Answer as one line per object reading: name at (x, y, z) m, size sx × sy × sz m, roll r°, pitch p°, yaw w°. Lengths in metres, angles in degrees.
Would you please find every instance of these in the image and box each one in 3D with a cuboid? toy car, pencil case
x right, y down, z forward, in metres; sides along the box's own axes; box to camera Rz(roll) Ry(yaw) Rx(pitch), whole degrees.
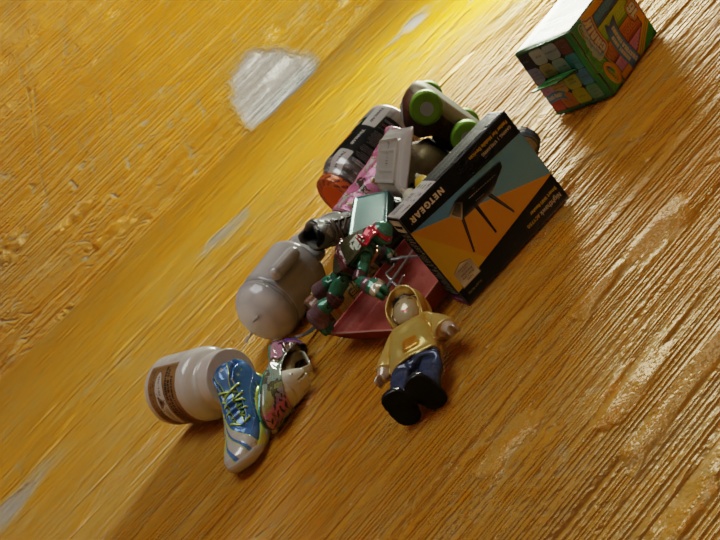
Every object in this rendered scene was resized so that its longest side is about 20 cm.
toy car at (0.101, -0.193, 1.770) m, size 0.201 × 0.157 × 0.165 m, roll -55°, pitch 6°, yaw 15°
pencil case at (0.030, -0.157, 1.873) m, size 0.086 × 0.083 × 0.202 m, roll 17°, pitch 68°, yaw 45°

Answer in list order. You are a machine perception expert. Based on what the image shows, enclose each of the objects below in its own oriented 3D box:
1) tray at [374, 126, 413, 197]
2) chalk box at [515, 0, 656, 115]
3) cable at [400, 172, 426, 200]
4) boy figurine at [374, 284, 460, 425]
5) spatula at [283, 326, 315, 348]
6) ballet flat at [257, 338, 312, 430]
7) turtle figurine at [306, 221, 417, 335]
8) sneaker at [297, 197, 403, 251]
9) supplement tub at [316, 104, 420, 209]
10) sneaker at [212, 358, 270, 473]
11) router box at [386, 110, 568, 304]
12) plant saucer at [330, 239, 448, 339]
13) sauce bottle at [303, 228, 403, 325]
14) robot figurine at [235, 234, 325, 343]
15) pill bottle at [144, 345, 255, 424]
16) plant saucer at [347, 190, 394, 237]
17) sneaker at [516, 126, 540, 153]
tray at (0.050, -0.174, 1.716) m, size 0.200 × 0.022 × 0.110 m, roll -151°, pitch 68°, yaw -79°
chalk box at (0.330, -0.326, 1.610) m, size 0.201 × 0.124 × 0.124 m, roll -52°, pitch 21°, yaw -25°
cable at (0.103, -0.075, 1.497) m, size 0.098 × 0.050 × 0.200 m, roll -66°, pitch 24°, yaw 4°
boy figurine at (0.067, 0.089, 1.280) m, size 0.124 × 0.064 × 0.201 m, roll -34°, pitch 29°, yaw 24°
spatula at (-0.076, 0.087, 1.676) m, size 0.056 × 0.021 × 0.200 m, roll 4°, pitch 46°, yaw 49°
ballet flat at (-0.103, 0.153, 1.534) m, size 0.070 × 0.070 × 0.201 m, roll -15°, pitch 23°, yaw 8°
turtle figurine at (0.004, -0.005, 1.490) m, size 0.200 × 0.101 × 0.150 m, roll -43°, pitch 4°, yaw 30°
sneaker at (-0.018, -0.064, 1.727) m, size 0.198 × 0.076 × 0.115 m, roll -13°, pitch 4°, yaw 36°
supplement tub at (0.013, -0.201, 1.986) m, size 0.201 × 0.123 × 0.122 m, roll -50°, pitch 20°, yaw -25°
sneaker at (-0.179, 0.196, 1.508) m, size 0.075 × 0.105 × 0.201 m, roll -36°, pitch 18°, yaw 17°
router box at (0.152, -0.082, 1.377) m, size 0.200 × 0.149 × 0.051 m, roll -46°, pitch 18°, yaw -11°
plant saucer at (0.069, 0.025, 1.494) m, size 0.200 × 0.037 × 0.199 m, roll -51°, pitch 20°, yaw -24°
sauce bottle at (0.000, 0.000, 1.647) m, size 0.200 × 0.066 × 0.066 m, roll -47°, pitch 18°, yaw -7°
robot figurine at (-0.132, 0.032, 1.772) m, size 0.201 × 0.112 × 0.171 m, roll -55°, pitch -18°, yaw -34°
pill bottle at (-0.250, 0.179, 1.683) m, size 0.199 × 0.115 × 0.115 m, roll -17°, pitch 30°, yaw 53°
plant saucer at (0.015, -0.082, 1.623) m, size 0.069 × 0.019 × 0.201 m, roll -11°, pitch 21°, yaw 7°
sneaker at (0.186, -0.117, 1.534) m, size 0.200 × 0.077 × 0.087 m, roll -45°, pitch 22°, yaw 21°
